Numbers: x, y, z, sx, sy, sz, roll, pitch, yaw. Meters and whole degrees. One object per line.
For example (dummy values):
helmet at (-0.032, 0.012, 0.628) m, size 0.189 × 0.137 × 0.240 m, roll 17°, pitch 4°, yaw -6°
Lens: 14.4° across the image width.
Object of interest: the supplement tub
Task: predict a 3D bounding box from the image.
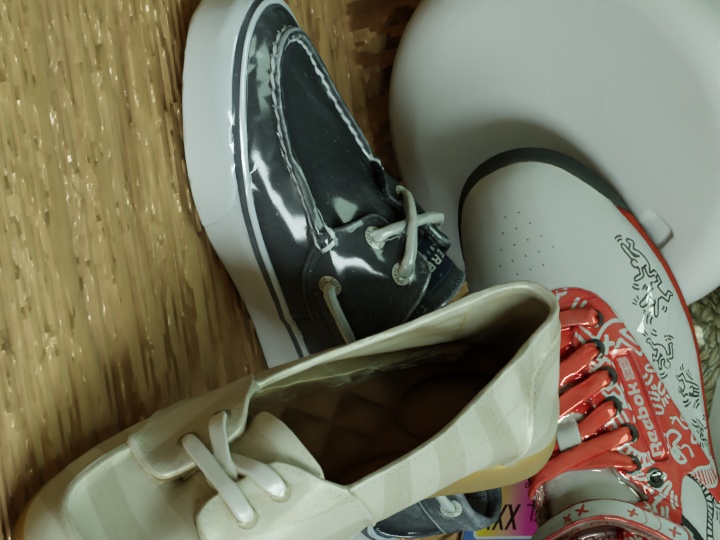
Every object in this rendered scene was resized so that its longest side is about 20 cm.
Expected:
supplement tub at (0.110, -0.081, 1.046) m, size 0.200 × 0.144 × 0.146 m, roll -44°, pitch 125°, yaw -55°

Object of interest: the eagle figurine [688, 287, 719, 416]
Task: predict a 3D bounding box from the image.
eagle figurine at (0.177, -0.003, 1.187) m, size 0.200 × 0.150 × 0.153 m, roll -64°, pitch 164°, yaw -60°

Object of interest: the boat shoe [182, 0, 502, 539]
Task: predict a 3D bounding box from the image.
boat shoe at (0.000, 0.000, 0.911) m, size 0.072 × 0.067 × 0.201 m, roll -48°, pitch 129°, yaw -53°

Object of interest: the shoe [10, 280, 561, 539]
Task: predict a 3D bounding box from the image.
shoe at (-0.016, 0.049, 0.825) m, size 0.199 × 0.070 × 0.054 m, roll -20°, pitch 144°, yaw -39°

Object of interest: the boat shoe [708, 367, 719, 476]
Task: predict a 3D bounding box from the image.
boat shoe at (0.162, 0.107, 1.045) m, size 0.070 × 0.071 × 0.202 m, roll 53°, pitch 40°, yaw -47°

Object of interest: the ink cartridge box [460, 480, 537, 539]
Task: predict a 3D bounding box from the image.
ink cartridge box at (0.082, 0.188, 1.043) m, size 0.137 × 0.076 × 0.201 m, roll 49°, pitch 47°, yaw -49°

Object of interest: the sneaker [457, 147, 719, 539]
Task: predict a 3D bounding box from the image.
sneaker at (0.080, 0.062, 0.929) m, size 0.108 × 0.067 × 0.203 m, roll -44°, pitch 114°, yaw -71°
